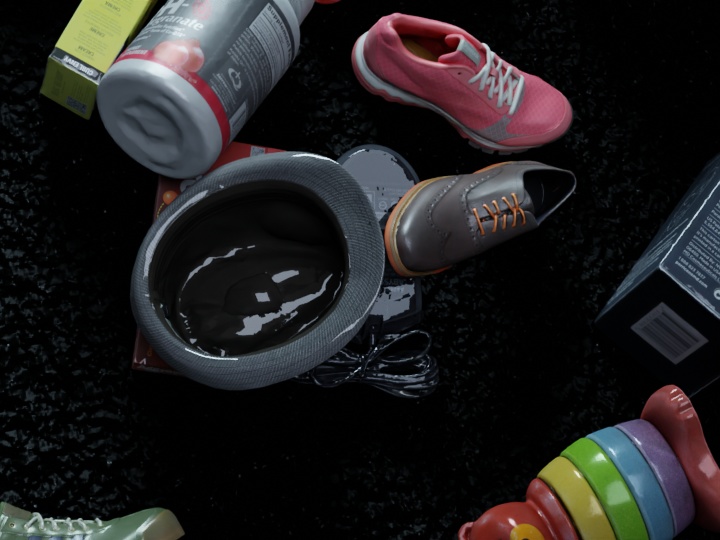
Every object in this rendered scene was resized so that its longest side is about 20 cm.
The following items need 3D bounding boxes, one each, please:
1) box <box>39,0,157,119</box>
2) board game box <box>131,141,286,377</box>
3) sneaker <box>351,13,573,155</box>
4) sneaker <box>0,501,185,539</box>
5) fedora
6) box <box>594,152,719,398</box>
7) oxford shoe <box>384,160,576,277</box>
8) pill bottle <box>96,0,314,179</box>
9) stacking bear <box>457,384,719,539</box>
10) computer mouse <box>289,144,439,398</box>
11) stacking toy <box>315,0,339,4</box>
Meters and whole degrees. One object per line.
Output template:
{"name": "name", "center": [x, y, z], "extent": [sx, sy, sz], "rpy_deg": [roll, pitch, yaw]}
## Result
{"name": "box", "center": [-0.193, -0.226, 1.477], "extent": [0.050, 0.075, 0.201], "rpy_deg": [28, 65, -5]}
{"name": "board game box", "center": [-0.120, -0.011, 1.447], "extent": [0.102, 0.019, 0.202], "rpy_deg": [9, 69, -10]}
{"name": "sneaker", "center": [0.091, -0.159, 1.517], "extent": [0.198, 0.087, 0.074], "rpy_deg": [19, 68, -7]}
{"name": "sneaker", "center": [-0.233, 0.204, 1.314], "extent": [0.199, 0.067, 0.090], "rpy_deg": [-28, 85, -18]}
{"name": "fedora", "center": [-0.074, 0.009, 1.381], "extent": [0.198, 0.090, 0.178], "rpy_deg": [-26, 71, 0]}
{"name": "box", "center": [0.307, -0.017, 1.487], "extent": [0.107, 0.149, 0.200], "rpy_deg": [38, 67, 1]}
{"name": "oxford shoe", "center": [0.097, -0.049, 1.448], "extent": [0.199, 0.072, 0.072], "rpy_deg": [-29, 105, -43]}
{"name": "pill bottle", "center": [-0.117, -0.177, 1.451], "extent": [0.110, 0.111, 0.201], "rpy_deg": [34, 54, 0]}
{"name": "stacking bear", "center": [0.176, 0.189, 1.403], "extent": [0.198, 0.114, 0.122], "rpy_deg": [-26, 86, -10]}
{"name": "computer mouse", "center": [0.000, 0.000, 1.461], "extent": [0.137, 0.053, 0.202], "rpy_deg": [7, 80, -10]}
{"name": "stacking toy", "center": [0.024, -0.301, 1.558], "extent": [0.200, 0.085, 0.086], "rpy_deg": [-39, 83, -19]}
